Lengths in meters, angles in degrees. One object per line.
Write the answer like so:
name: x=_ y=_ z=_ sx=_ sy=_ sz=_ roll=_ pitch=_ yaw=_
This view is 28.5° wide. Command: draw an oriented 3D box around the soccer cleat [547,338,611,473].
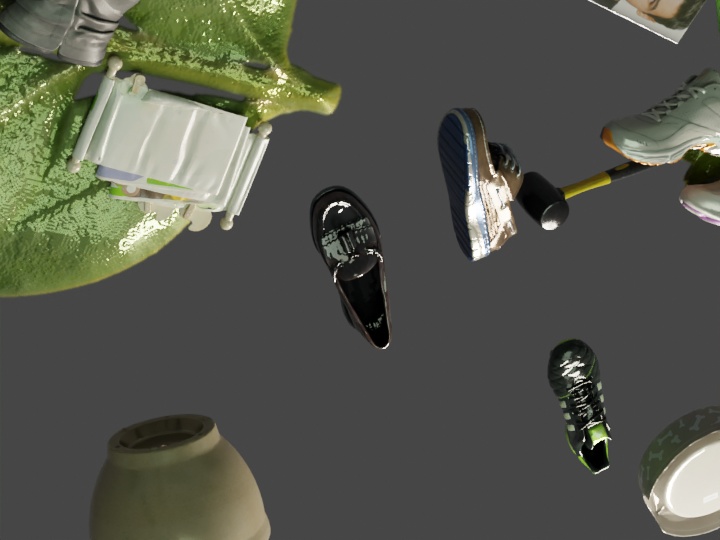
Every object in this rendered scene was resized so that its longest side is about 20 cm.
soccer cleat: x=0.276 y=0.165 z=1.740 sx=0.067 sy=0.081 sz=0.201 roll=-23 pitch=131 yaw=-5

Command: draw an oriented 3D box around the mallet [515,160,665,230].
mallet: x=0.258 y=-0.105 z=1.559 sx=0.199 sy=0.066 sz=0.041 roll=-25 pitch=135 yaw=-23

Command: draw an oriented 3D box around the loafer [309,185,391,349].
loafer: x=0.000 y=0.000 z=1.506 sx=0.071 sy=0.063 sz=0.201 roll=-23 pitch=131 yaw=-5

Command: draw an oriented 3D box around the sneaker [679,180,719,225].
sneaker: x=0.454 y=-0.100 z=1.632 sx=0.198 sy=0.075 sz=0.101 roll=-1 pitch=108 yaw=-22

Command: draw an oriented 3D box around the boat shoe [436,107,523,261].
boat shoe: x=0.128 y=-0.100 z=1.487 sx=0.072 sy=0.073 sz=0.201 roll=-23 pitch=141 yaw=-11

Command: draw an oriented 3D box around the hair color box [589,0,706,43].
hair color box: x=0.255 y=-0.307 z=1.379 sx=0.198 sy=0.061 sz=0.099 roll=17 pitch=118 yaw=-33

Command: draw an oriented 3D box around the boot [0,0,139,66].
boot: x=-0.275 y=-0.253 z=1.195 sx=0.199 sy=0.070 sz=0.132 roll=28 pitch=117 yaw=-32

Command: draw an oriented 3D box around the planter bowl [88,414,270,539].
planter bowl: x=-0.204 y=0.237 z=1.537 sx=0.198 sy=0.200 sz=0.136 roll=-11 pitch=102 yaw=-15

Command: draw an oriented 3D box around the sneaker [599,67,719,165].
sneaker: x=0.345 y=-0.172 z=1.524 sx=0.198 sy=0.076 sz=0.093 roll=-9 pitch=122 yaw=-26

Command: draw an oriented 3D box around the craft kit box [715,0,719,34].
craft kit box: x=0.450 y=-0.351 z=1.442 sx=0.196 sy=0.049 sz=0.201 roll=-23 pitch=131 yaw=-2

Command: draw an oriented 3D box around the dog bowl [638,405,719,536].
dog bowl: x=0.464 y=0.267 z=1.914 sx=0.198 sy=0.059 sz=0.202 roll=-11 pitch=129 yaw=-14

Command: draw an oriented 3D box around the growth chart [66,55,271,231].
growth chart: x=-0.183 y=-0.113 z=1.372 sx=0.198 sy=0.018 sz=0.145 roll=18 pitch=117 yaw=-33
